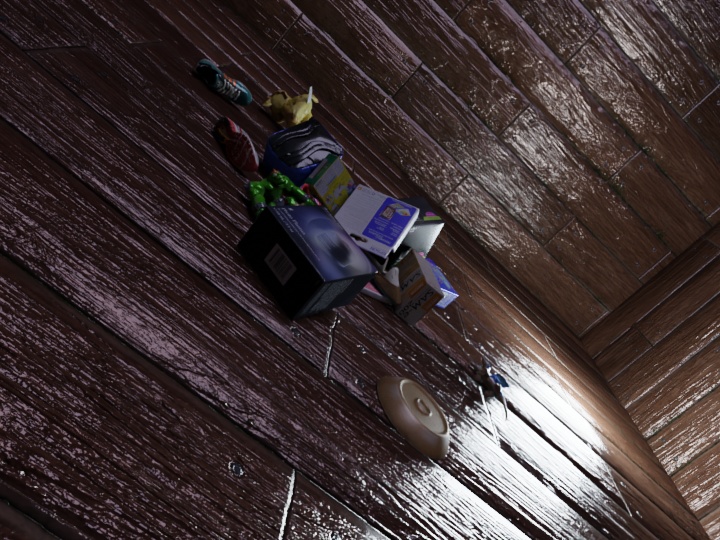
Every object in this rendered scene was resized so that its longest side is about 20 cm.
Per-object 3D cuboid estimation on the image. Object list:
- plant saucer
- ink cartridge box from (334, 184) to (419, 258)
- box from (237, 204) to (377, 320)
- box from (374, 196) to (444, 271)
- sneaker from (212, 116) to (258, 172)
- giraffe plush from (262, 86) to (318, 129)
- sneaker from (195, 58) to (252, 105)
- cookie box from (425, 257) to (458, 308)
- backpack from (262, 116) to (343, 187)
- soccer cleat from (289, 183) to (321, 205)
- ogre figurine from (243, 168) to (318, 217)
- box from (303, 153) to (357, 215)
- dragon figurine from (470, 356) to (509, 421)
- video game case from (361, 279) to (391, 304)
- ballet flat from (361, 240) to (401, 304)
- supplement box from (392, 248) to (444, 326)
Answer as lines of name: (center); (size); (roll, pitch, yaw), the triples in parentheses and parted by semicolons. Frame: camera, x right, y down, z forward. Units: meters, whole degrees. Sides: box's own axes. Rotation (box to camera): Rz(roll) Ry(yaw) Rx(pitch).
plant saucer: (0.117, 0.286, 1.205); (0.200, 0.035, 0.201); (40, 18, -16)
ink cartridge box: (0.029, -0.128, 1.625); (0.197, 0.200, 0.044); (25, -32, 18)
box: (-0.104, -0.026, 1.212); (0.200, 0.123, 0.198); (51, 28, 17)
box: (0.127, -0.103, 1.776); (0.148, 0.201, 0.125); (-9, 50, -36)
sneaker: (-0.309, -0.327, 1.558); (0.082, 0.078, 0.201); (24, 27, -52)
giraffe plush: (-0.264, -0.581, 2.157); (0.161, 0.202, 0.172); (19, 14, 17)
sneaker: (-0.436, -0.585, 1.885); (0.199, 0.071, 0.080); (33, 24, -19)
cookie box: (0.208, 0.025, 1.945); (0.200, 0.075, 0.172); (21, 29, -53)
backpack: (-0.174, -0.311, 1.699); (0.199, 0.168, 0.163); (-28, 67, -38)
soccer cleat: (-0.121, -0.142, 1.568); (0.200, 0.077, 0.067); (52, 20, 26)
ogre figurine: (-0.200, -0.172, 1.428); (0.199, 0.098, 0.120); (-32, 76, -33)
box: (-0.068, -0.220, 1.688); (0.048, 0.118, 0.200); (27, -19, 41)
dragon figurine: (0.377, 0.323, 1.679); (0.099, 0.059, 0.200); (17, 31, -56)
video game case: (0.000, 0.000, 1.622); (0.143, 0.017, 0.201); (25, 26, -47)
ballet flat: (0.056, -0.002, 1.602); (0.200, 0.072, 0.068); (50, 19, 14)
supplement box: (0.147, 0.044, 1.678); (0.073, 0.126, 0.200); (37, 18, -25)
